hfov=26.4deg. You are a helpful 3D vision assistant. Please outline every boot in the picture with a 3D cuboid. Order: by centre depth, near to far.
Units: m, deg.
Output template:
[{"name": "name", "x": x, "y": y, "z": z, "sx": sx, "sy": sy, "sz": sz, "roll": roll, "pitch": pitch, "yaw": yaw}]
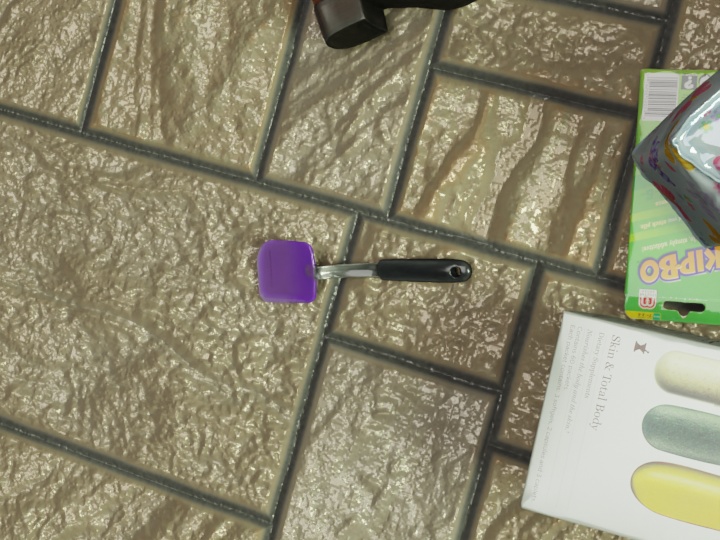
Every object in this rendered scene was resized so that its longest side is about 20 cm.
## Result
[{"name": "boot", "x": 0.029, "y": -0.312, "z": 1.314, "sx": 0.188, "sy": 0.068, "sz": 0.200, "roll": -21, "pitch": 72, "yaw": 27}]

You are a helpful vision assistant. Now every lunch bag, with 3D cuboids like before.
[{"name": "lunch bag", "x": 0.314, "y": -0.111, "z": 1.104, "sx": 0.200, "sy": 0.170, "sz": 0.127, "roll": -42, "pitch": 90, "yaw": -1}]

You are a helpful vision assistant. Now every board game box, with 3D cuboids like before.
[{"name": "board game box", "x": 0.263, "y": -0.058, "z": 1.214, "sx": 0.095, "sy": 0.030, "sz": 0.200, "roll": 4, "pitch": 86, "yaw": 21}]

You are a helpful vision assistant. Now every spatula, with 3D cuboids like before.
[{"name": "spatula", "x": 0.000, "y": 0.000, "z": 1.317, "sx": 0.200, "sy": 0.021, "sz": 0.057, "roll": -1, "pitch": 99, "yaw": 19}]

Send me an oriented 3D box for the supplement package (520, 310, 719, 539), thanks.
[{"name": "supplement package", "x": 0.247, "y": 0.125, "z": 1.144, "sx": 0.200, "sy": 0.151, "sz": 0.152, "roll": 13, "pitch": 92, "yaw": 21}]
